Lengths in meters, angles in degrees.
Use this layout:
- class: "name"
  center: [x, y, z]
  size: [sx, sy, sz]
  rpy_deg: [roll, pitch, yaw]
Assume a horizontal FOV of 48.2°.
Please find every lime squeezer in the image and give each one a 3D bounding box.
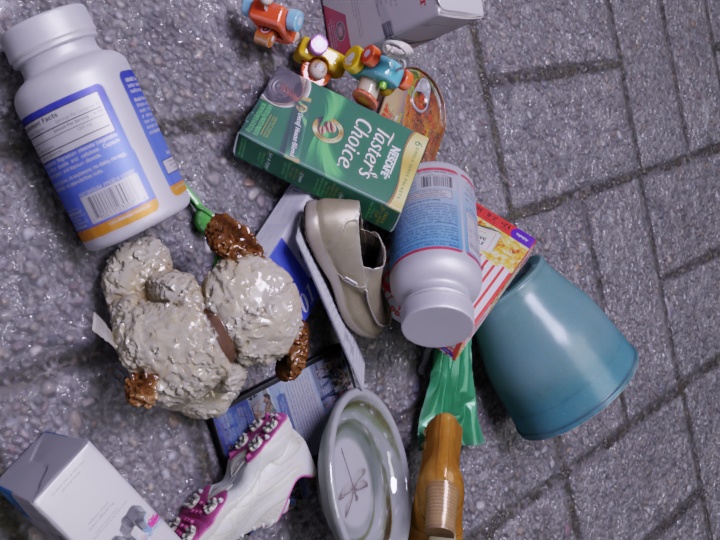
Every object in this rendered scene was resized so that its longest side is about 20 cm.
- class: "lime squeezer"
  center: [-0.171, -0.032, 0.857]
  size: [0.069, 0.038, 0.205]
  rpy_deg: [-14, 96, -9]

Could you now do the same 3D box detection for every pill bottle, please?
- class: "pill bottle"
  center: [0.086, -0.019, 0.936]
  size: [0.108, 0.108, 0.203]
  rpy_deg: [32, 44, -34]
- class: "pill bottle"
  center: [-0.247, -0.132, 0.743]
  size: [0.111, 0.111, 0.203]
  rpy_deg: [-33, 106, -37]

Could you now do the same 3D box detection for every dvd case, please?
- class: "dvd case"
  center: [-0.074, 0.187, 0.921]
  size: [0.198, 0.017, 0.146]
  rpy_deg: [-23, 100, -39]

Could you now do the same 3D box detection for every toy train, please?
- class: "toy train"
  center: [-0.037, -0.237, 0.900]
  size: [0.150, 0.196, 0.057]
  rpy_deg: [40, 72, -79]

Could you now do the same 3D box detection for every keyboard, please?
- class: "keyboard"
  center: [-0.031, 0.039, 0.891]
  size: [0.057, 0.010, 0.203]
  rpy_deg: [-98, 167, -64]

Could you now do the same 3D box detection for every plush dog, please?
- class: "plush dog"
  center: [-0.137, 0.050, 0.755]
  size: [0.169, 0.161, 0.203]
  rpy_deg: [-28, 106, 0]

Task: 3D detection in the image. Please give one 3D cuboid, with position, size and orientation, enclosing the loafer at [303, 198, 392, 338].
- class: "loafer"
  center: [0.000, 0.000, 0.895]
  size: [0.077, 0.067, 0.201]
  rpy_deg: [-88, 157, -43]

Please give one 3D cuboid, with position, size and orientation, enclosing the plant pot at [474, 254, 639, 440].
- class: "plant pot"
  center: [0.244, 0.093, 1.105]
  size: [0.189, 0.199, 0.200]
  rpy_deg: [52, 55, -6]

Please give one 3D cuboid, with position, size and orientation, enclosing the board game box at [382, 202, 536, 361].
- class: "board game box"
  center: [0.113, -0.004, 1.027]
  size: [0.150, 0.047, 0.200]
  rpy_deg: [32, 56, 14]

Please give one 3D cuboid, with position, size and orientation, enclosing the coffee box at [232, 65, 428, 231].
- class: "coffee box"
  center: [-0.029, -0.139, 0.904]
  size: [0.197, 0.044, 0.124]
  rpy_deg: [26, 55, -2]

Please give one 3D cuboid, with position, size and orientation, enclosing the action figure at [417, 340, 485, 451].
- class: "action figure"
  center: [0.115, 0.129, 1.067]
  size: [0.116, 0.054, 0.205]
  rpy_deg: [3, 86, -39]

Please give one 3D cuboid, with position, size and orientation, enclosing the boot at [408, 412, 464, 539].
- class: "boot"
  center: [0.098, 0.272, 0.991]
  size: [0.069, 0.203, 0.146]
  rpy_deg: [7, 56, 4]

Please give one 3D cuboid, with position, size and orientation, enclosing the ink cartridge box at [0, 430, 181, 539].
- class: "ink cartridge box"
  center: [-0.223, 0.241, 0.723]
  size: [0.068, 0.114, 0.202]
  rpy_deg: [-48, 116, -31]

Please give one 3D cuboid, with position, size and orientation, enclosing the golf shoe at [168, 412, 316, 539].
- class: "golf shoe"
  center: [-0.122, 0.245, 0.822]
  size: [0.200, 0.075, 0.092]
  rpy_deg: [-48, 113, -18]

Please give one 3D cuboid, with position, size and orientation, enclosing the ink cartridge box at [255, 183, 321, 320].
- class: "ink cartridge box"
  center: [-0.076, -0.011, 0.901]
  size: [0.095, 0.043, 0.202]
  rpy_deg: [57, 49, -37]

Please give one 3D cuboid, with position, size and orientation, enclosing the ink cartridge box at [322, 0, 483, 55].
- class: "ink cartridge box"
  center: [0.042, -0.342, 0.956]
  size: [0.082, 0.198, 0.150]
  rpy_deg: [-9, 92, -40]

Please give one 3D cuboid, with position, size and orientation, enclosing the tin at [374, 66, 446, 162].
- class: "tin"
  center: [0.050, -0.171, 1.053]
  size: [0.111, 0.041, 0.203]
  rpy_deg: [36, 64, -37]

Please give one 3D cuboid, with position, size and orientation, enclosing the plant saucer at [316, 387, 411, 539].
- class: "plant saucer"
  center: [-0.004, 0.237, 0.906]
  size: [0.200, 0.049, 0.204]
  rpy_deg: [43, 40, -51]
